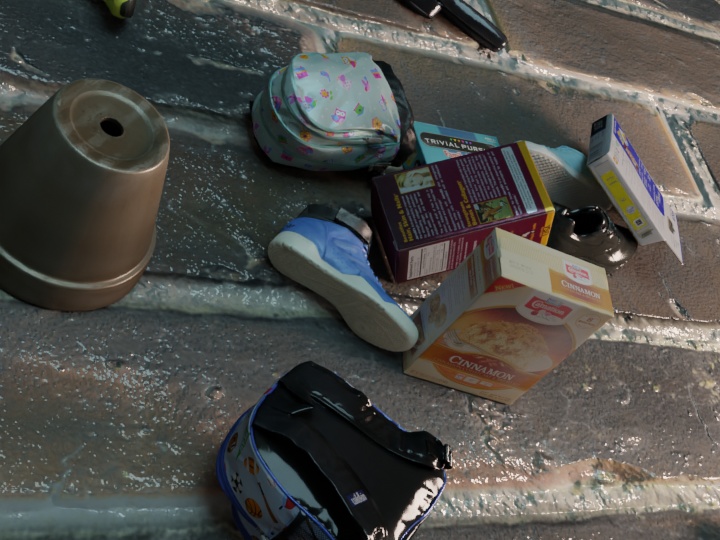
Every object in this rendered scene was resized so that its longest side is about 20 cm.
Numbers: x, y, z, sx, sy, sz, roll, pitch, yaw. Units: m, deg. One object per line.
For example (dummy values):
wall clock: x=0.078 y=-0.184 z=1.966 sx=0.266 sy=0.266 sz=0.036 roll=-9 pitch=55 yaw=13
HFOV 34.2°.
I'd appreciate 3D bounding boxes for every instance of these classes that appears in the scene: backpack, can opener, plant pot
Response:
backpack: x=-0.037 y=-0.199 z=1.455 sx=0.200 sy=0.127 sz=0.167 roll=-7 pitch=63 yaw=-36
backpack: x=-0.037 y=0.192 z=1.103 sx=0.191 sy=0.154 sz=0.200 roll=50 pitch=35 yaw=-3
can opener: x=0.145 y=-0.407 z=1.830 sx=0.200 sy=0.079 sz=0.063 roll=33 pitch=3 yaw=-14
plant pot: x=-0.272 y=-0.088 z=1.149 sx=0.200 sy=0.174 sz=0.200 roll=21 pitch=45 yaw=-23

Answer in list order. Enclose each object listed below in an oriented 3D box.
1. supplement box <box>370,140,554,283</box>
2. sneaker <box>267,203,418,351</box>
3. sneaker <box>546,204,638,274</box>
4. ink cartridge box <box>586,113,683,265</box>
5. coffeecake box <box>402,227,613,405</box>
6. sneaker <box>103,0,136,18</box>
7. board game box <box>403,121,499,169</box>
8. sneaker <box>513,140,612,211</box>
supplement box: x=0.122 y=-0.071 z=1.428 sx=0.199 sy=0.086 sz=0.111 roll=-14 pitch=60 yaw=-7
sneaker: x=0.000 y=-0.001 z=1.349 sx=0.200 sy=0.077 sz=0.111 roll=35 pitch=51 yaw=3
sneaker: x=0.325 y=-0.047 z=1.623 sx=0.200 sy=0.091 sz=0.076 roll=-1 pitch=54 yaw=-39
ink cartridge box: x=0.404 y=-0.116 z=1.726 sx=0.200 sy=0.047 sz=0.198 roll=56 pitch=23 yaw=-13
coffeecake box: x=0.162 y=0.057 z=1.328 sx=0.153 sy=0.200 sz=0.073 roll=19 pitch=46 yaw=-23
sneaker: x=-0.331 y=-0.383 z=1.441 sx=0.090 sy=0.078 sz=0.200 roll=-6 pitch=54 yaw=-30
board game box: x=0.143 y=-0.101 z=1.565 sx=0.151 sy=0.047 sz=0.200 roll=6 pitch=52 yaw=-33
sneaker: x=0.282 y=-0.149 z=1.697 sx=0.200 sy=0.074 sz=0.082 roll=26 pitch=40 yaw=-33
